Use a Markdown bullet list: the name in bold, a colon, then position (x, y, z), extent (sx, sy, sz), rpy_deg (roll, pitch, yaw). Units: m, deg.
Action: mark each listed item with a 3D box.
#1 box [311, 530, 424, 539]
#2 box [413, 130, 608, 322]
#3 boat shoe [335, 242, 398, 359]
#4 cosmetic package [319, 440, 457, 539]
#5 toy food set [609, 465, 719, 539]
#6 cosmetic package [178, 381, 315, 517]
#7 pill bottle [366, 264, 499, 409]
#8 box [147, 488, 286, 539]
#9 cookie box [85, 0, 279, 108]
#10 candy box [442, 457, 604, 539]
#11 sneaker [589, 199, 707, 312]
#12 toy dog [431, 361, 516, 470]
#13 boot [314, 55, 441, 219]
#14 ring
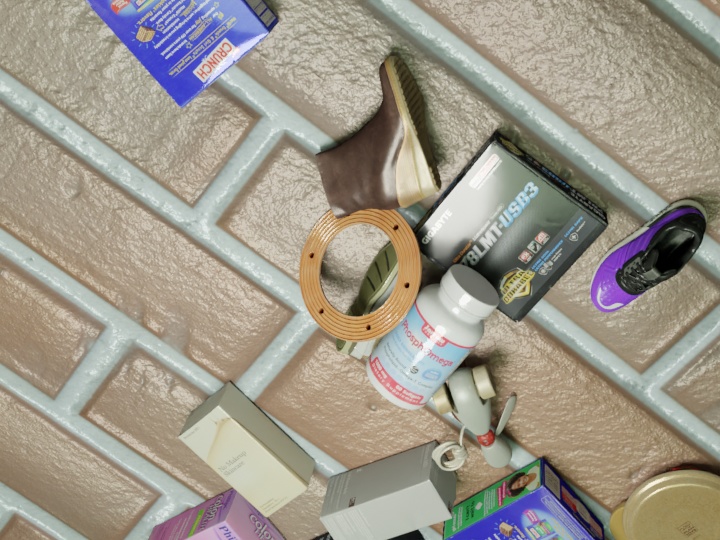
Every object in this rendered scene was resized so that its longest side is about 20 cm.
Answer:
- **box**: position (-0.004, 0.491, 1.768), extent (0.200, 0.148, 0.104), rpy_deg (-28, 109, 22)
- **box**: position (0.202, -0.057, 1.507), extent (0.198, 0.050, 0.200), rpy_deg (35, 117, -10)
- **boat shoe**: position (0.036, 0.043, 1.580), extent (0.068, 0.075, 0.200), rpy_deg (19, 119, -20)
- **cosmetic package**: position (0.046, 0.356, 1.714), extent (0.199, 0.107, 0.090), rpy_deg (-26, 110, 19)
- **toy food set**: position (0.501, 0.385, 1.680), extent (0.197, 0.049, 0.200), rpy_deg (26, 118, -4)
- **cosmetic package**: position (-0.179, 0.286, 1.737), extent (0.200, 0.073, 0.103), rpy_deg (44, 116, -14)
- **pill bottle**: position (0.102, 0.091, 1.520), extent (0.109, 0.109, 0.200), rpy_deg (33, 116, -7)
- **box**: position (-0.238, 0.488, 1.837), extent (0.200, 0.097, 0.176), rpy_deg (-29, 108, 21)
- **cookie box**: position (-0.235, -0.343, 1.420), extent (0.171, 0.075, 0.200), rpy_deg (-34, 106, 23)
- **candy box**: position (0.257, 0.416, 1.723), extent (0.200, 0.077, 0.169), rpy_deg (-35, 107, 23)
- **sneaker**: position (0.383, -0.008, 1.468), extent (0.069, 0.100, 0.200), rpy_deg (38, 116, -8)
- **toy dog**: position (0.170, 0.203, 1.637), extent (0.131, 0.097, 0.201), rpy_deg (-2, 130, 2)
- **boot**: position (0.009, -0.174, 1.469), extent (0.166, 0.072, 0.201), rpy_deg (-11, 104, 25)
- **ring**: position (0.000, 0.000, 1.531), extent (0.200, 0.019, 0.201), rpy_deg (-5, 81, 31)
